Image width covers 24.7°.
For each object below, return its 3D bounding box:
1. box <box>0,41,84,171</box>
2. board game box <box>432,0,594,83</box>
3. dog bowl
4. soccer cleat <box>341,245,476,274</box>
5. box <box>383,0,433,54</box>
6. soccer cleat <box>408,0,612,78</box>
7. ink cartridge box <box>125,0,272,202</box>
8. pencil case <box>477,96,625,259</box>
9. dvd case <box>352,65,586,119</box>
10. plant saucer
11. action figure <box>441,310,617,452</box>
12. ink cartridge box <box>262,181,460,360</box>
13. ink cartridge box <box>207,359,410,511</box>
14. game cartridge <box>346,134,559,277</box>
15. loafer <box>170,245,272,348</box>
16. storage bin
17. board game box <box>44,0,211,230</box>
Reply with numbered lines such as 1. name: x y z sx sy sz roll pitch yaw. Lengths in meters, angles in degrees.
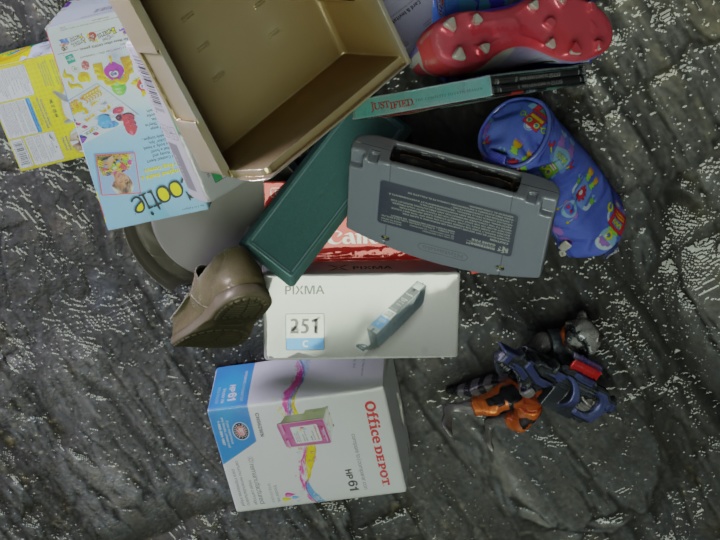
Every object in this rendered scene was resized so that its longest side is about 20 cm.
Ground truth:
1. box: -0.263 -0.179 1.634 0.198 0.048 0.118 -11 118 13
2. board game box: 0.141 -0.281 1.517 0.151 0.045 0.201 -11 121 -13
3. dog bowl: -0.142 -0.062 1.686 0.198 0.059 0.201 2 121 3
4. soccer cleat: 0.037 -0.029 1.693 0.198 0.069 0.078 -8 112 3
5. box: -0.019 -0.281 1.558 0.155 0.041 0.200 -35 112 21
6. soccer cleat: 0.138 -0.211 1.501 0.199 0.076 0.067 -12 86 -28
7. ink cartridge box: -0.097 -0.180 1.503 0.199 0.050 0.162 -32 116 -19
8. pencil case: 0.188 -0.084 1.597 0.087 0.078 0.200 -58 137 -11
9. dvd case: 0.103 -0.164 1.512 0.145 0.199 0.022 -7 94 33
10. plant saucer: -0.034 -0.084 1.620 0.070 0.019 0.201 37 85 0
11. action figure: 0.170 0.107 1.741 0.193 0.105 0.200 -36 137 17
12. ink cartridge box: 0.000 0.000 1.644 0.198 0.045 0.178 -1 110 -3
13. ink cartridge box: -0.053 0.174 1.805 0.198 0.085 0.145 -9 119 8
14. game cartridge: 0.085 -0.056 1.565 0.198 0.042 0.134 15 149 8
15. loafer: -0.140 0.031 1.657 0.075 0.068 0.200 4 161 -26
16. storage bin: -0.088 -0.213 1.423 0.093 0.198 0.201 13 138 50
17. board game box: -0.210 -0.157 1.550 0.104 0.103 0.201 -11 111 7
